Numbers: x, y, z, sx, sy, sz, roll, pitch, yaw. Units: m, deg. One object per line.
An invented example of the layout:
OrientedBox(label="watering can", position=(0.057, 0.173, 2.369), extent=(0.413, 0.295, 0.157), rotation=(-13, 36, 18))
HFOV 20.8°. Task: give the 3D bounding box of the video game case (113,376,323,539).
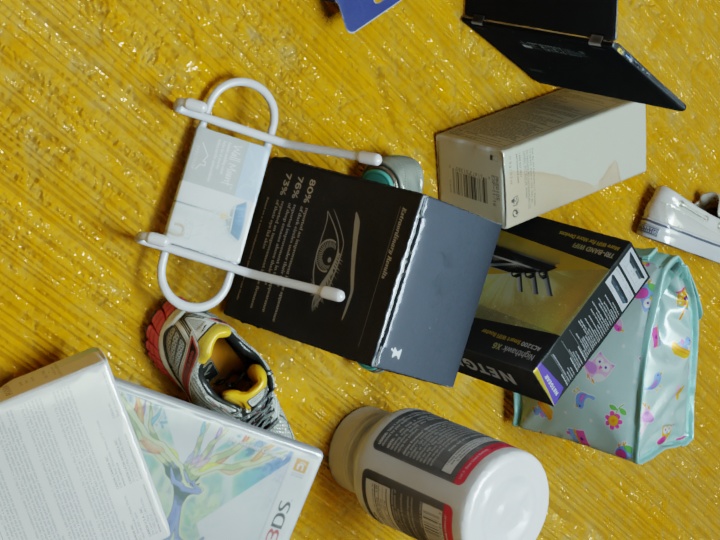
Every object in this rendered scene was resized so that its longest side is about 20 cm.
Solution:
OrientedBox(label="video game case", position=(-0.153, 0.203, 1.633), extent=(0.199, 0.022, 0.183), rotation=(21, 94, -19))

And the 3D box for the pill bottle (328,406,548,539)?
OrientedBox(label="pill bottle", position=(0.064, 0.188, 1.773), extent=(0.110, 0.199, 0.111), rotation=(-15, 113, -39))

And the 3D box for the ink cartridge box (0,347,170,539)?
OrientedBox(label="ink cartridge box", position=(-0.269, 0.173, 1.553), extent=(0.199, 0.050, 0.162), rotation=(-22, 107, -12))

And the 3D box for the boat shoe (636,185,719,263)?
OrientedBox(label="boat shoe", position=(0.374, -0.047, 2.088), extent=(0.199, 0.071, 0.070), rotation=(16, 94, -38))

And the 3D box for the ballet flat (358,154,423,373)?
OrientedBox(label="ballet flat", position=(0.032, -0.006, 1.781), extent=(0.064, 0.067, 0.201), rotation=(-17, 115, -50))

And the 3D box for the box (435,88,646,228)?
OrientedBox(label="box", position=(0.174, -0.112, 1.862), extent=(0.199, 0.095, 0.078), rotation=(-21, 117, -36))

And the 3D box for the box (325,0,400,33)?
OrientedBox(label="box", position=(-0.007, -0.316, 1.673), extent=(0.121, 0.032, 0.201), rotation=(-38, 124, -29))

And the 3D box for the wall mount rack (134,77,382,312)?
OrientedBox(label="wall mount rack", position=(-0.085, -0.056, 1.602), extent=(0.173, 0.075, 0.201), rotation=(17, 84, -11))

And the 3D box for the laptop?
OrientedBox(label="laptop", position=(0.194, -0.250, 1.772), extent=(0.200, 0.187, 0.116), rotation=(33, 80, -43))

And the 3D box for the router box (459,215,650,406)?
OrientedBox(label="router box", position=(0.140, 0.026, 1.796), extent=(0.157, 0.199, 0.052), rotation=(-51, 131, -20))

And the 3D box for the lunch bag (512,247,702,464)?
OrientedBox(label="lunch bag", position=(0.240, 0.067, 1.923), extent=(0.122, 0.170, 0.201), rotation=(-14, 110, -46))

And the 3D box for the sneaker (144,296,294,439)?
OrientedBox(label="sneaker", position=(-0.108, 0.111, 1.671), extent=(0.078, 0.082, 0.200), rotation=(-50, 131, -20))

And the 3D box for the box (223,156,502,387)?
OrientedBox(label="box", position=(0.000, 0.000, 1.656), extent=(0.104, 0.199, 0.149), rotation=(18, 90, -45))
